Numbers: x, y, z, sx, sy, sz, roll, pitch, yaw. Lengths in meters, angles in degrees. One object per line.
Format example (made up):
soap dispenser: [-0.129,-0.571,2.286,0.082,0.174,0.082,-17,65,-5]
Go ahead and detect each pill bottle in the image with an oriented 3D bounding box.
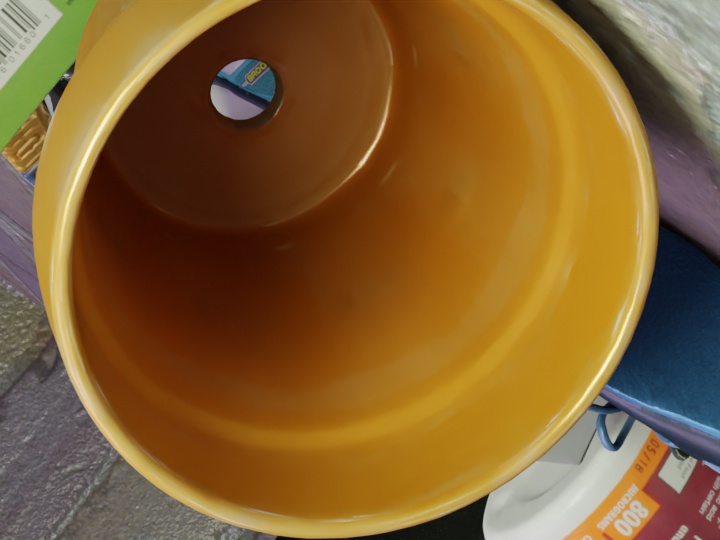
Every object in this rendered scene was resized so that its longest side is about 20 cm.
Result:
pill bottle: [0.164,0.142,1.375,0.200,0.114,0.114,40,171,-13]

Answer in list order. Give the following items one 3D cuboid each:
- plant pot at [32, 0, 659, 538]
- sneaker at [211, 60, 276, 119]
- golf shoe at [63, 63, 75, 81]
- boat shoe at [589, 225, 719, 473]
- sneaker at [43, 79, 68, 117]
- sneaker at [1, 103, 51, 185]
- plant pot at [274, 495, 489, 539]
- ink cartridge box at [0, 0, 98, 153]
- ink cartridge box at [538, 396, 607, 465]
plant pot: [-0.021,-0.038,1.020,0.200,0.200,0.183,42,-173,-26]
sneaker: [-0.055,-0.107,1.196,0.200,0.077,0.080,17,139,55]
golf shoe: [-0.121,-0.115,1.342,0.200,0.078,0.094,44,171,-24]
boat shoe: [0.129,0.049,1.127,0.200,0.084,0.069,38,160,15]
sneaker: [-0.146,-0.129,1.478,0.083,0.072,0.200,61,-178,27]
sneaker: [-0.209,-0.126,1.719,0.200,0.075,0.088,50,179,-25]
plant pot: [0.092,0.149,1.515,0.200,0.200,0.177,40,160,-13]
ink cartridge box: [-0.160,-0.132,1.164,0.076,0.148,0.200,43,170,-28]
ink cartridge box: [0.000,0.000,1.256,0.200,0.083,0.146,32,-167,38]
